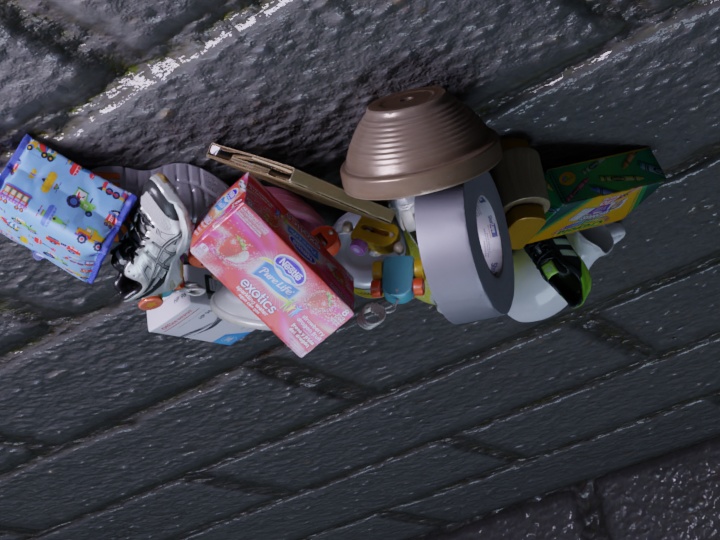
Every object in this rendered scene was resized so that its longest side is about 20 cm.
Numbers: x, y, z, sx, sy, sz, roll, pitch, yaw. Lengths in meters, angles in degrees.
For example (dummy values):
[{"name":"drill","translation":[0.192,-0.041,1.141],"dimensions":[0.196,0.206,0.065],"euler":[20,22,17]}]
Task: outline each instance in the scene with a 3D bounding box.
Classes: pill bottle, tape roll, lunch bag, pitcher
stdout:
[{"name":"pill bottle","translation":[0.015,-0.020,1.762],"dimensions":[0.111,0.113,0.200],"euler":[-13,172,4]},{"name":"tape roll","translation":[0.132,-0.037,1.536],"dimensions":[0.066,0.202,0.200],"euler":[-12,157,20]},{"name":"lunch bag","translation":[-0.380,-0.053,1.518],"dimensions":[0.150,0.095,0.200],"euler":[29,150,-10]},{"name":"pitcher","translation":[0.320,-0.009,1.956],"dimensions":[0.171,0.122,0.200],"euler":[-2,145,-49]}]

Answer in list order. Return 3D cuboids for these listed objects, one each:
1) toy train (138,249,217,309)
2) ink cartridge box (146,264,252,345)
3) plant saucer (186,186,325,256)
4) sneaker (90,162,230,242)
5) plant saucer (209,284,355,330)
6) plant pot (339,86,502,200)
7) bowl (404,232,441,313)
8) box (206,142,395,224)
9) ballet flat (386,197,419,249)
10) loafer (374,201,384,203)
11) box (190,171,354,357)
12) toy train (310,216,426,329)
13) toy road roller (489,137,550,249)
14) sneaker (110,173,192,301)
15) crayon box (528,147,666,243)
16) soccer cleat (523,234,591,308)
[{"name":"toy train","translation":[-0.244,0.011,1.683],"dimensions":[0.149,0.056,0.200],"euler":[9,154,-21]},{"name":"ink cartridge box","translation":[-0.248,0.052,1.880],"dimensions":[0.199,0.068,0.116],"euler":[13,146,-42]},{"name":"plant saucer","translation":[-0.147,-0.060,1.696],"dimensions":[0.198,0.051,0.201],"euler":[-5,156,-2]},{"name":"sneaker","translation":[-0.265,-0.084,1.594],"dimensions":[0.198,0.078,0.112],"euler":[7,156,-13]},{"name":"plant saucer","translation":[-0.105,0.024,1.664],"dimensions":[0.198,0.051,0.200],"euler":[1,-161,0]},{"name":"plant pot","translation":[0.066,-0.162,1.479],"dimensions":[0.199,0.094,0.201],"euler":[-11,-160,4]},{"name":"bowl","translation":[0.145,0.003,1.899],"dimensions":[0.198,0.109,0.201],"euler":[-9,155,-4]},{"name":"box","translation":[-0.075,-0.109,1.559],"dimensions":[0.163,0.021,0.199],"euler":[20,-179,41]},{"name":"ballet flat","translation":[0.086,-0.059,1.608],"dimensions":[0.067,0.063,0.200],"euler":[-18,126,32]},{"name":"loafer","translation":[0.074,-0.126,1.639],"dimensions":[0.199,0.068,0.076],"euler":[-22,153,22]},{"name":"box","translation":[-0.104,-0.007,1.494],"dimensions":[0.095,0.100,0.200],"euler":[-38,111,16]},{"name":"toy train","translation":[0.000,0.000,1.617],"dimensions":[0.150,0.200,0.056],"euler":[-35,145,-12]},{"name":"toy road roller","translation":[0.155,-0.087,1.690],"dimensions":[0.145,0.124,0.200],"euler":[3,153,-24]},{"name":"sneaker","translation":[-0.260,-0.030,1.500],"dimensions":[0.087,0.076,0.201],"euler":[-23,147,-28]},{"name":"crayon box","translation":[0.320,-0.106,1.746],"dimensions":[0.198,0.059,0.119],"euler":[-14,160,-30]},{"name":"soccer cleat","translation":[0.274,-0.032,1.811],"dimensions":[0.067,0.081,0.200],"euler":[-33,106,29]}]
